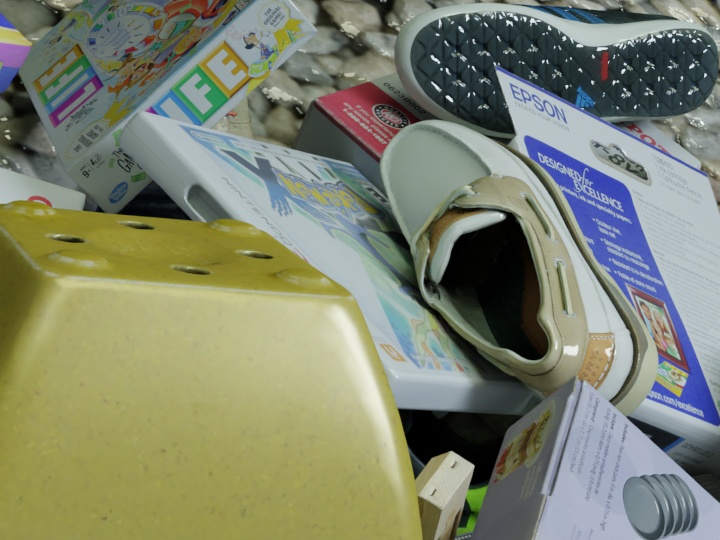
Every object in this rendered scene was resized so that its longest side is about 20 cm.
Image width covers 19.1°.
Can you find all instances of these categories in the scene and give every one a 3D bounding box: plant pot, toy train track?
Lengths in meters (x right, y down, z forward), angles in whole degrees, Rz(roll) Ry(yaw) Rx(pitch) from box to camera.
[{"bbox_3d":[-0.086,0.084,0.782,0.194,0.200,0.195,5,13,-22],"label":"plant pot"},{"bbox_3d":[0.013,0.127,0.847,0.033,0.200,0.115,31,57,14],"label":"toy train track"}]

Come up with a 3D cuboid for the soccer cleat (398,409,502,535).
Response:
[{"bbox_3d":[-0.017,0.072,0.998,0.200,0.081,0.068,21,35,-3],"label":"soccer cleat"}]

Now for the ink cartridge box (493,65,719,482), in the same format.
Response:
[{"bbox_3d":[0.142,0.012,1.103,0.197,0.047,0.200,22,41,-44],"label":"ink cartridge box"}]

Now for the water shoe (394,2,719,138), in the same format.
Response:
[{"bbox_3d":[0.101,-0.113,1.188,0.200,0.072,0.079,2,13,-25],"label":"water shoe"}]

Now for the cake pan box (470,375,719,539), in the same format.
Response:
[{"bbox_3d":[0.112,0.166,0.788,0.184,0.052,0.200,39,38,-14],"label":"cake pan box"}]

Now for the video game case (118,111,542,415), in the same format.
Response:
[{"bbox_3d":[0.000,0.000,1.006,0.182,0.022,0.200,45,16,24],"label":"video game case"}]

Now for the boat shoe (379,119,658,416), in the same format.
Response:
[{"bbox_3d":[0.061,-0.012,0.998,0.068,0.075,0.200,23,19,-45],"label":"boat shoe"}]

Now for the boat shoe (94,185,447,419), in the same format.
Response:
[{"bbox_3d":[-0.044,0.012,1.069,0.200,0.071,0.091,17,34,-10],"label":"boat shoe"}]

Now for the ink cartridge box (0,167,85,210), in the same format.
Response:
[{"bbox_3d":[-0.236,0.006,0.957,0.200,0.084,0.145,17,35,-8],"label":"ink cartridge box"}]

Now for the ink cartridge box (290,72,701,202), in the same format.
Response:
[{"bbox_3d":[0.073,-0.048,1.200,0.145,0.084,0.200,41,39,23],"label":"ink cartridge box"}]

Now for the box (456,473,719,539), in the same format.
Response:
[{"bbox_3d":[0.130,0.179,0.973,0.200,0.044,0.160,-8,47,-36],"label":"box"}]

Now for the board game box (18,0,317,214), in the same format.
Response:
[{"bbox_3d":[-0.106,-0.114,1.094,0.034,0.134,0.200,47,2,-26],"label":"board game box"}]

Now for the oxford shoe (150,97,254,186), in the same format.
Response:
[{"bbox_3d":[-0.093,-0.091,1.169,0.070,0.075,0.200,2,41,-27],"label":"oxford shoe"}]

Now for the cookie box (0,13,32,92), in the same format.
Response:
[{"bbox_3d":[-0.297,-0.153,1.099,0.200,0.075,0.171,45,22,25],"label":"cookie box"}]
